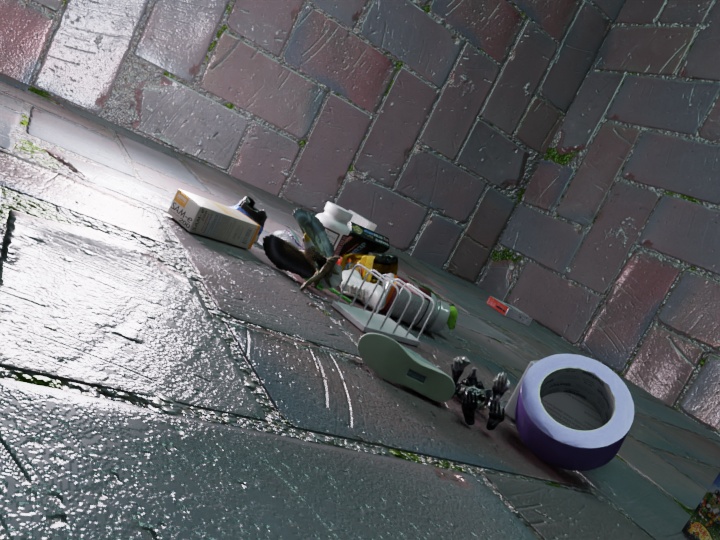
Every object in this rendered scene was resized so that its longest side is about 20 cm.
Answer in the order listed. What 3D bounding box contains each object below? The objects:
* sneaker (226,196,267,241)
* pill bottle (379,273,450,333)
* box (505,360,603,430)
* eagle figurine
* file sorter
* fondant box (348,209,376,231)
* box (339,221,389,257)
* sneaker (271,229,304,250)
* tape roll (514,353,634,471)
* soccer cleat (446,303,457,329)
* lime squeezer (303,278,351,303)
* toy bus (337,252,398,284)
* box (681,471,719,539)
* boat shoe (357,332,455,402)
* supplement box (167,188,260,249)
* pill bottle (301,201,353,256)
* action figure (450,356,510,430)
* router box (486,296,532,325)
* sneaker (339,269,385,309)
[{"bbox_3d":[-0.366,-0.176,1.765,0.199,0.112,0.077,28,8,6],"label":"sneaker"},{"bbox_3d":[0.145,0.096,1.706,0.199,0.110,0.110,26,8,-9],"label":"pill bottle"},{"bbox_3d":[0.443,0.297,1.296,0.199,0.131,0.200,31,8,28],"label":"box"},{"bbox_3d":[-0.133,-0.050,1.531,0.151,0.151,0.200,-7,34,-39],"label":"eagle figurine"},{"bbox_3d":[0.064,0.083,1.467,0.200,0.125,0.139,20,10,-42],"label":"file sorter"},{"bbox_3d":[-0.021,-0.193,2.916,0.058,0.145,0.200,23,9,-35],"label":"fondant box"},{"bbox_3d":[-0.029,-0.067,1.934,0.159,0.200,0.046,22,50,-34],"label":"box"},{"bbox_3d":[-0.223,-0.074,1.739,0.087,0.075,0.200,13,15,-41],"label":"sneaker"},{"bbox_3d":[0.392,0.259,1.122,0.199,0.085,0.201,-1,45,1],"label":"tape roll"},{"bbox_3d":[0.197,0.133,1.818,0.199,0.081,0.067,6,2,36],"label":"soccer cleat"},{"bbox_3d":[-0.113,0.031,1.591,0.200,0.038,0.071,30,-23,28],"label":"lime squeezer"},{"bbox_3d":[0.000,0.000,1.833,0.191,0.136,0.200,15,5,23],"label":"toy bus"},{"bbox_3d":[0.633,0.438,0.990,0.038,0.137,0.200,27,7,-9],"label":"box"},{"bbox_3d":[0.081,0.181,1.130,0.200,0.070,0.072,30,-4,-2],"label":"boat shoe"},{"bbox_3d":[-0.377,-0.130,1.568,0.126,0.074,0.200,34,10,40],"label":"supplement box"},{"bbox_3d":[-0.102,-0.095,1.791,0.113,0.201,0.113,27,7,-4],"label":"pill bottle"},{"bbox_3d":[0.226,0.226,1.161,0.118,0.102,0.200,15,10,-1],"label":"action figure"},{"bbox_3d":[0.829,0.225,3.376,0.199,0.049,0.179,22,9,-30],"label":"router box"},{"bbox_3d":[-0.008,0.056,1.665,0.080,0.071,0.200,0,21,-40],"label":"sneaker"}]
